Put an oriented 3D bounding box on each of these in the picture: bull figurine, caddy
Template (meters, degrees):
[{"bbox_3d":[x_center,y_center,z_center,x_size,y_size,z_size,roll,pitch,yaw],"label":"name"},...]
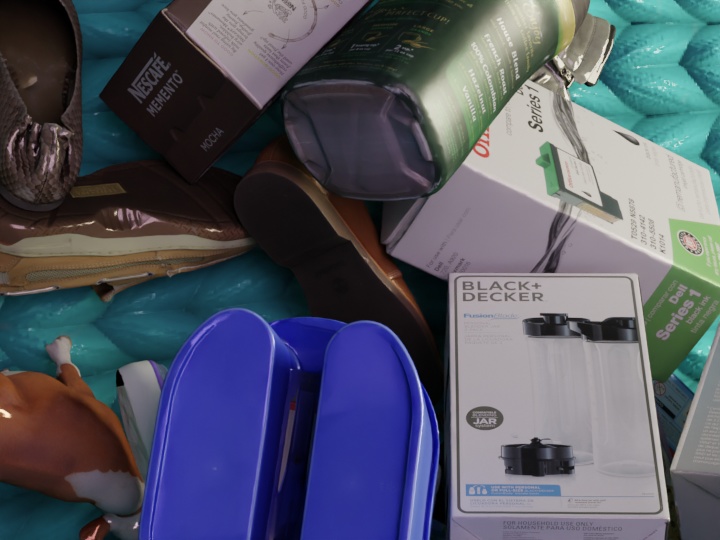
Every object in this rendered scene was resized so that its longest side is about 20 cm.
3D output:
[{"bbox_3d":[-0.181,0.085,1.023,0.065,0.200,0.121,-44,56,8],"label":"bull figurine"},{"bbox_3d":[-0.035,0.112,0.914,0.141,0.105,0.201,6,70,6],"label":"caddy"}]

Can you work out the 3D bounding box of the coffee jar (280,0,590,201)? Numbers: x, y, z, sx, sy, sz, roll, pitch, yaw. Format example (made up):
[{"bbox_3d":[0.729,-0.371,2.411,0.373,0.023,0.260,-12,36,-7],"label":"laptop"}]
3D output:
[{"bbox_3d":[0.049,-0.126,1.056,0.200,0.104,0.086,-48,127,-37],"label":"coffee jar"}]

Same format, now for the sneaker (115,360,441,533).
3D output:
[{"bbox_3d":[-0.033,0.117,1.009,0.146,0.081,0.201,-26,92,-14],"label":"sneaker"}]

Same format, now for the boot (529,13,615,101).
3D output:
[{"bbox_3d":[0.120,-0.193,1.228,0.131,0.068,0.200,36,76,-18],"label":"boot"}]

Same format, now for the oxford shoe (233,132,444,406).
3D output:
[{"bbox_3d":[0.000,0.000,1.125,0.200,0.071,0.071,59,32,-26],"label":"oxford shoe"}]

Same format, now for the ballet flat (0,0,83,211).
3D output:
[{"bbox_3d":[-0.188,-0.121,1.061,0.067,0.046,0.200,9,48,-21],"label":"ballet flat"}]

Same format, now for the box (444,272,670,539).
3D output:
[{"bbox_3d":[0.103,0.085,1.020,0.116,0.060,0.200,1,38,3],"label":"box"}]

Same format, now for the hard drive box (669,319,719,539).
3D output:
[{"bbox_3d":[0.254,0.108,1.114,0.200,0.077,0.156,-60,145,-44],"label":"hard drive box"}]

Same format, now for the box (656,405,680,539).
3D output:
[{"bbox_3d":[0.179,0.156,1.149,0.041,0.039,0.201,-13,85,-23],"label":"box"}]

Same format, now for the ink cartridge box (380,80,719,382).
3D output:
[{"bbox_3d":[0.120,-0.038,1.145,0.200,0.084,0.146,25,33,-15],"label":"ink cartridge box"}]

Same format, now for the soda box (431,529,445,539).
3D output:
[{"bbox_3d":[0.050,0.193,1.091,0.199,0.068,0.064,13,96,-5],"label":"soda box"}]

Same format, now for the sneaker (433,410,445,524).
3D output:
[{"bbox_3d":[0.074,0.137,1.056,0.104,0.060,0.200,16,35,9],"label":"sneaker"}]

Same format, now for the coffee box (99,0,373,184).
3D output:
[{"bbox_3d":[-0.051,-0.157,1.102,0.080,0.113,0.200,44,56,-5],"label":"coffee box"}]

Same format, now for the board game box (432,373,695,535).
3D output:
[{"bbox_3d":[0.135,0.137,1.178,0.151,0.037,0.200,43,68,-8],"label":"board game box"}]

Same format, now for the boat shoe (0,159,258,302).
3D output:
[{"bbox_3d":[-0.144,-0.018,1.092,0.199,0.076,0.072,-2,39,-35],"label":"boat shoe"}]
